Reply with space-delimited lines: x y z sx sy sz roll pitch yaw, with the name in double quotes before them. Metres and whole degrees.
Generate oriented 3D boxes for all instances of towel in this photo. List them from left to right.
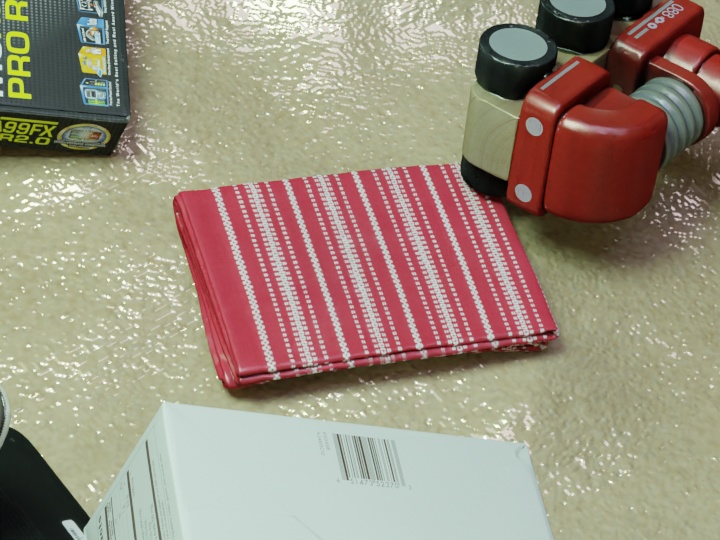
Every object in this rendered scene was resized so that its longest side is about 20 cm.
"towel" 0.000 0.000 1.252 0.198 0.023 0.145 -6 51 -18

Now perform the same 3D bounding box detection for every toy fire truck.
"toy fire truck" 0.179 -0.073 1.289 0.199 0.129 0.176 29 43 25

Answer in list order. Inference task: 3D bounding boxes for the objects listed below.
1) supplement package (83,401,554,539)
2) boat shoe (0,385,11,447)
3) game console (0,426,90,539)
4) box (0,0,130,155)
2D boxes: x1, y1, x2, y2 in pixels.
"supplement package" -0.012 0.164 1.023 0.199 0.111 0.157 9 47 -27
"boat shoe" -0.255 0.108 1.016 0.199 0.057 0.067 -32 65 5
"game console" -0.200 0.188 1.062 0.200 0.117 0.175 48 28 25
"box" -0.221 -0.171 1.289 0.159 0.044 0.201 5 63 -22
